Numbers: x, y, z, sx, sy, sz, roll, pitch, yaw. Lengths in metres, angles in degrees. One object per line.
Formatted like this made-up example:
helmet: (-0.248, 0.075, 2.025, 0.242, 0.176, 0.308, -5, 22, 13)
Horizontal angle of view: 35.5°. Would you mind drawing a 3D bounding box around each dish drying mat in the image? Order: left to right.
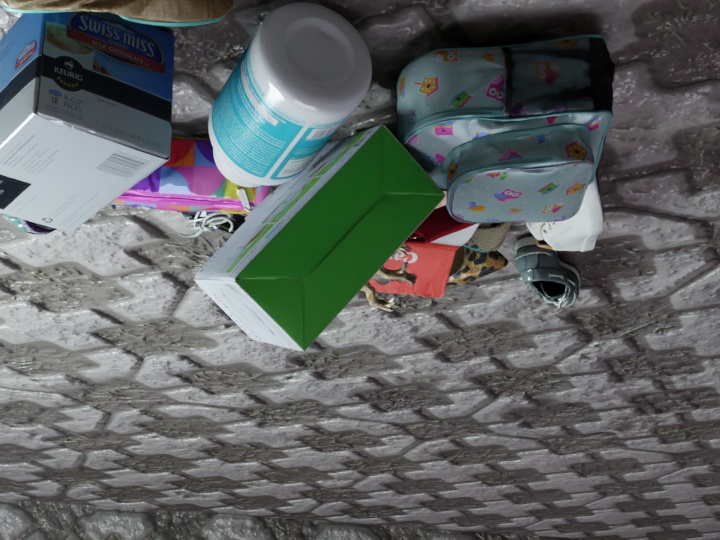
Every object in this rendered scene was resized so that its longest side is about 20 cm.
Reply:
dish drying mat: (0.119, -0.061, 1.152, 0.199, 0.018, 0.077, -19, -166, -34)

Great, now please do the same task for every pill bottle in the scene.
pill bottle: (-0.076, -0.151, 1.047, 0.110, 0.112, 0.200, 10, 155, -23)

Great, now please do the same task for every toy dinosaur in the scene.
toy dinosaur: (0.000, 0.000, 1.252, 0.100, 0.059, 0.200, 25, 144, -15)

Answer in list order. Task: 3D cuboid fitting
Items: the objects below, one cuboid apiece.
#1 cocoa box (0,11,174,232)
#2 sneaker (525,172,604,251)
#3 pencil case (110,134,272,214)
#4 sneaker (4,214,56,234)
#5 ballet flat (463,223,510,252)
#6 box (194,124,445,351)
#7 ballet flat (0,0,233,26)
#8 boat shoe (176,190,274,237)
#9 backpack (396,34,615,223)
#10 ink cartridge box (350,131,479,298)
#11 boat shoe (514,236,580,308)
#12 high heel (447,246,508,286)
cocoa box: (-0.276, -0.142, 1.038, 0.133, 0.133, 0.199, 17, 151, -35)
sneaker: (0.233, -0.066, 1.294, 0.084, 0.074, 0.200, -5, 158, 4)
pencil case: (-0.185, -0.102, 1.196, 0.198, 0.089, 0.089, 5, 156, -10)
sneaker: (-0.352, -0.101, 1.212, 0.087, 0.075, 0.200, -11, 154, 12)
ballet flat: (0.086, -0.071, 1.306, 0.198, 0.068, 0.076, 9, 135, -19)
box: (-0.046, -0.032, 1.071, 0.097, 0.200, 0.176, 46, 164, -14)
ballet flat: (-0.203, -0.244, 0.911, 0.198, 0.068, 0.073, 5, 137, -2)
boat shoe: (-0.164, -0.069, 1.296, 0.199, 0.062, 0.075, 17, 153, -34)
backpack: (0.129, -0.129, 1.058, 0.198, 0.155, 0.176, 5, 162, 5)
ink cartridge box: (0.046, -0.048, 1.246, 0.160, 0.050, 0.202, 6, 120, -14)
boat shoe: (0.250, 0.019, 1.505, 0.072, 0.062, 0.200, -9, 155, 19)
high heel: (0.082, -0.022, 1.363, 0.198, 0.072, 0.143, 6, 175, 5)
